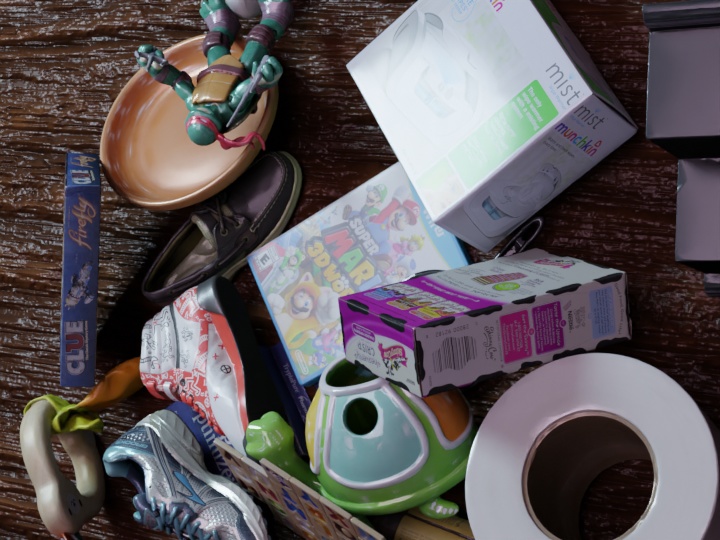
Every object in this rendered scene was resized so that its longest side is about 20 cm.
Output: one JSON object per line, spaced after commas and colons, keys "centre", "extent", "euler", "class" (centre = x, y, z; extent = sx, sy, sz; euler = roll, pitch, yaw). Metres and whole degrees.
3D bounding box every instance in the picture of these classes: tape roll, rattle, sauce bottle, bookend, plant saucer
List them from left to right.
{"centre": [-0.249, 0.202, 1.478], "extent": [0.142, 0.130, 0.200], "euler": [-13, 46, -1], "class": "rattle"}
{"centre": [-0.165, -0.143, 1.502], "extent": [0.200, 0.037, 0.201], "euler": [-14, 55, 22], "class": "plant saucer"}
{"centre": [0.051, 0.236, 1.345], "extent": [0.200, 0.065, 0.065], "euler": [19, 92, 31], "class": "sauce bottle"}
{"centre": [0.199, 0.181, 1.204], "extent": [0.202, 0.139, 0.203], "euler": [-10, 66, 23], "class": "tape roll"}
{"centre": [0.289, -0.089, 1.180], "extent": [0.092, 0.200, 0.199], "euler": [0, 82, 29], "class": "bookend"}

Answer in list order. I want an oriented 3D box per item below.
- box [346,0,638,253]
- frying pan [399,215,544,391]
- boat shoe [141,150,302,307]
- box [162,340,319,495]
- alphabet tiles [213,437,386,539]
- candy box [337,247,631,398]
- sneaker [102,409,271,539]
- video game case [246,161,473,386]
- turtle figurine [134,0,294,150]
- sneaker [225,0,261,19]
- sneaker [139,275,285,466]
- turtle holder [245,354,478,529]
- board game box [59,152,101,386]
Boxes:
{"centre": [0.113, -0.152, 1.331], "extent": [0.176, 0.097, 0.200], "euler": [-39, 56, 20], "class": "box"}
{"centre": [0.099, 0.042, 1.356], "extent": [0.190, 0.031, 0.115], "euler": [-26, 88, 22], "class": "frying pan"}
{"centre": [-0.137, -0.036, 1.484], "extent": [0.201, 0.066, 0.072], "euler": [-48, 62, 14], "class": "boat shoe"}
{"centre": [-0.120, 0.158, 1.469], "extent": [0.200, 0.032, 0.121], "euler": [-35, 68, 20], "class": "box"}
{"centre": [-0.043, 0.219, 1.347], "extent": [0.200, 0.167, 0.008], "euler": [29, 68, 27], "class": "alphabet tiles"}
{"centre": [0.101, 0.039, 1.244], "extent": [0.136, 0.200, 0.061], "euler": [21, 122, 62], "class": "candy box"}
{"centre": [-0.162, 0.222, 1.406], "extent": [0.200, 0.086, 0.078], "euler": [42, 139, 27], "class": "sneaker"}
{"centre": [0.000, 0.000, 1.425], "extent": [0.200, 0.018, 0.143], "euler": [-31, 69, 18], "class": "video game case"}
{"centre": [-0.133, -0.183, 1.420], "extent": [0.149, 0.101, 0.200], "euler": [6, 47, 13], "class": "turtle figurine"}
{"centre": [-0.065, -0.330, 1.484], "extent": [0.080, 0.070, 0.201], "euler": [34, 99, 25], "class": "sneaker"}
{"centre": [-0.142, 0.115, 1.432], "extent": [0.108, 0.067, 0.202], "euler": [-29, 66, 22], "class": "sneaker"}
{"centre": [0.008, 0.136, 1.325], "extent": [0.185, 0.141, 0.132], "euler": [1, 124, 41], "class": "turtle holder"}
{"centre": [-0.275, -0.003, 1.493], "extent": [0.035, 0.136, 0.201], "euler": [1, 106, -12], "class": "board game box"}
